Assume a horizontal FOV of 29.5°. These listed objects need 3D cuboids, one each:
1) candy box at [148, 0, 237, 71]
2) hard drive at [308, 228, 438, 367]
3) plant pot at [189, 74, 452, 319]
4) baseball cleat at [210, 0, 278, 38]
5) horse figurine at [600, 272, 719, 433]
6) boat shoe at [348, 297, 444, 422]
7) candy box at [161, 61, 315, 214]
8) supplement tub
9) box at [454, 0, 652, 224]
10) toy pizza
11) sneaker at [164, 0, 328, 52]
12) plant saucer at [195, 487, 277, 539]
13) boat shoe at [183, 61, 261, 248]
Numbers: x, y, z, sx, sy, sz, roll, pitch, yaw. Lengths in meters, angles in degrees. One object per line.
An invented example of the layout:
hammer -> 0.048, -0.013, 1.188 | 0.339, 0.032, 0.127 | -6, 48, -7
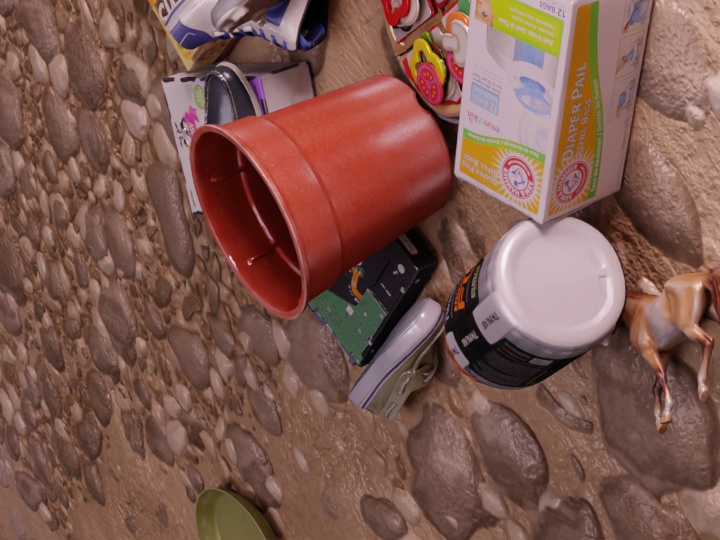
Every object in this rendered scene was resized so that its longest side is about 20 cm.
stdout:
candy box -> -0.200, -0.341, 1.536 | 0.200, 0.055, 0.115 | 61, 144, 8
hard drive -> 0.000, 0.000, 1.485 | 0.140, 0.038, 0.200 | 52, 142, 19
plant pot -> -0.029, -0.085, 1.319 | 0.201, 0.195, 0.201 | 46, 152, 34
baseball cleat -> -0.082, -0.320, 1.314 | 0.106, 0.200, 0.070 | 52, -172, 5
horse figurine -> 0.266, 0.054, 1.141 | 0.200, 0.050, 0.133 | 131, 134, -62
boat shoe -> 0.051, 0.097, 1.462 | 0.062, 0.072, 0.200 | 33, 143, -1
candy box -> -0.128, -0.145, 1.539 | 0.200, 0.071, 0.168 | 8, 116, 50
supplement tub -> 0.147, 0.036, 1.217 | 0.123, 0.122, 0.200 | 60, 160, 9
box -> 0.157, -0.157, 1.132 | 0.112, 0.101, 0.200 | 35, 134, 38
toy pizza -> 0.070, -0.230, 1.240 | 0.200, 0.032, 0.200 | 38, 136, 49
sneaker -> -0.101, -0.262, 1.399 | 0.199, 0.081, 0.115 | -29, 93, 30
plant saucer -> -0.164, 0.394, 1.933 | 0.200, 0.031, 0.200 | 29, 130, 40
boat shoe -> -0.144, -0.120, 1.460 | 0.075, 0.062, 0.200 | 24, 127, 45
